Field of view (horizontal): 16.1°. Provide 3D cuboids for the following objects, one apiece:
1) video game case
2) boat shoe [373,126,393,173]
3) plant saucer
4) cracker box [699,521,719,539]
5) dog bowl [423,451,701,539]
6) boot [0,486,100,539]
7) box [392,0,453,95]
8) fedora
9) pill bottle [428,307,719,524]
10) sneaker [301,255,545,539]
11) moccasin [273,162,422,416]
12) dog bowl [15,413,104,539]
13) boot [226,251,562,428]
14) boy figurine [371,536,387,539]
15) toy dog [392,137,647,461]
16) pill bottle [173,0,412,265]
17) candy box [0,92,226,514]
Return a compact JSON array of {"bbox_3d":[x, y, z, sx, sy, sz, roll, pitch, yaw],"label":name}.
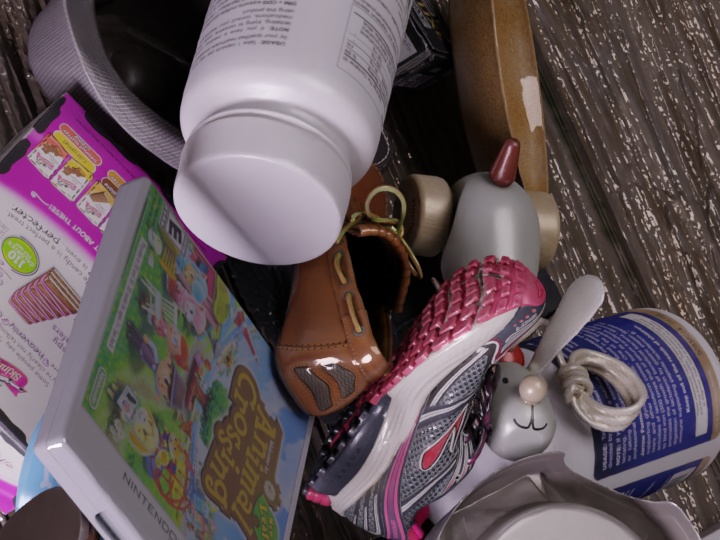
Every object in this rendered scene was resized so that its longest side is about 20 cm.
[{"bbox_3d":[-0.087,0.081,1.291,0.182,0.022,0.201,56,28,-31],"label":"video game case"},{"bbox_3d":[-0.045,-0.139,1.601,0.200,0.065,0.072,53,45,-3],"label":"boat shoe"},{"bbox_3d":[0.088,-0.127,1.664,0.200,0.035,0.202,-8,90,-79],"label":"plant saucer"},{"bbox_3d":[0.260,0.226,1.650,0.199,0.058,0.135,-22,82,-43],"label":"cracker box"},{"bbox_3d":[0.109,0.205,1.435,0.199,0.059,0.202,7,73,-26],"label":"dog bowl"},{"bbox_3d":[-0.101,0.184,1.303,0.199,0.187,0.064,5,39,-34],"label":"boot"},{"bbox_3d":[-0.011,-0.208,1.626,0.201,0.050,0.158,59,11,4],"label":"box"},{"bbox_3d":[-0.126,-0.125,1.509,0.199,0.090,0.178,18,58,-42],"label":"fedora"},{"bbox_3d":[0.125,0.096,1.572,0.199,0.116,0.116,-14,75,-43],"label":"pill bottle"},{"bbox_3d":[0.046,0.070,1.407,0.074,0.200,0.081,32,39,-6],"label":"sneaker"},{"bbox_3d":[-0.001,-0.001,1.435,0.074,0.077,0.202,59,20,-22],"label":"moccasin"},{"bbox_3d":[-0.110,0.100,1.371,0.200,0.049,0.112,-40,133,-53],"label":"dog bowl"},{"bbox_3d":[0.022,-0.006,1.579,0.199,0.065,0.166,-26,90,-42],"label":"boot"},{"bbox_3d":[0.058,0.242,1.471,0.200,0.064,0.125,44,49,-12],"label":"boy figurine"},{"bbox_3d":[0.089,0.004,1.486,0.131,0.097,0.201,-14,55,-30],"label":"toy dog"},{"bbox_3d":[-0.038,-0.110,1.437,0.113,0.113,0.201,31,50,-22],"label":"pill bottle"},{"bbox_3d":[-0.179,0.016,1.406,0.136,0.061,0.200,46,46,-11],"label":"candy box"}]
